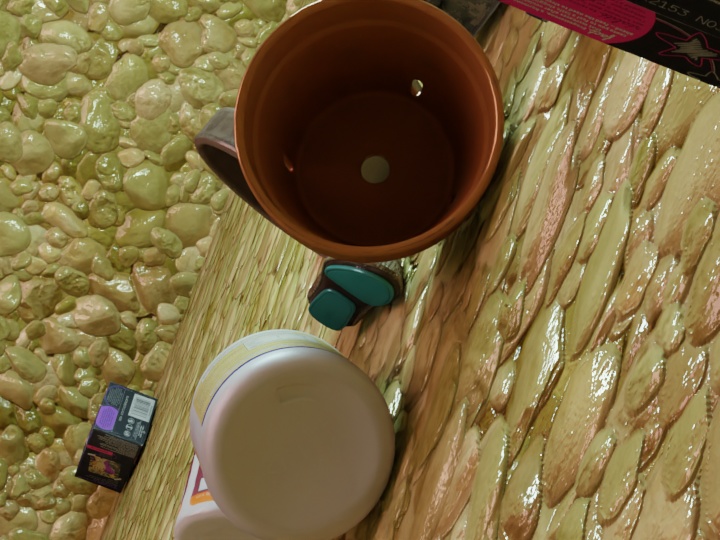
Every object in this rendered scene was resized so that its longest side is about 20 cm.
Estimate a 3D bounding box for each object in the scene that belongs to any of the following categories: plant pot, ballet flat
[{"bbox_3d":[-0.032,-0.130,1.607,0.175,0.200,0.200,-54,7,-9],"label":"plant pot"},{"bbox_3d":[0.009,-0.093,1.291,0.140,0.199,0.201,80,-152,-77],"label":"plant pot"},{"bbox_3d":[0.000,0.000,1.473,0.066,0.070,0.200,-58,9,-19],"label":"ballet flat"}]

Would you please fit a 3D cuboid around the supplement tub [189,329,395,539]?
[{"bbox_3d":[-0.058,0.122,1.303,0.200,0.144,0.146,-155,85,-80],"label":"supplement tub"}]

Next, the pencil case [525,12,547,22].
[{"bbox_3d":[0.147,-0.272,1.133,0.084,0.085,0.201,-103,34,-69],"label":"pencil case"}]

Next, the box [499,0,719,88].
[{"bbox_3d":[0.132,-0.159,0.647,0.132,0.199,0.116,140,148,-70],"label":"box"}]

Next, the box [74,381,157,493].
[{"bbox_3d":[-0.490,0.336,3.381,0.200,0.105,0.123,121,168,-50],"label":"box"}]

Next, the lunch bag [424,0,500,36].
[{"bbox_3d":[0.083,-0.296,1.450,0.201,0.117,0.165,111,171,-48],"label":"lunch bag"}]

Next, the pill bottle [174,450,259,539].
[{"bbox_3d":[-0.089,0.162,1.488,0.114,0.113,0.201,121,165,-48],"label":"pill bottle"}]
